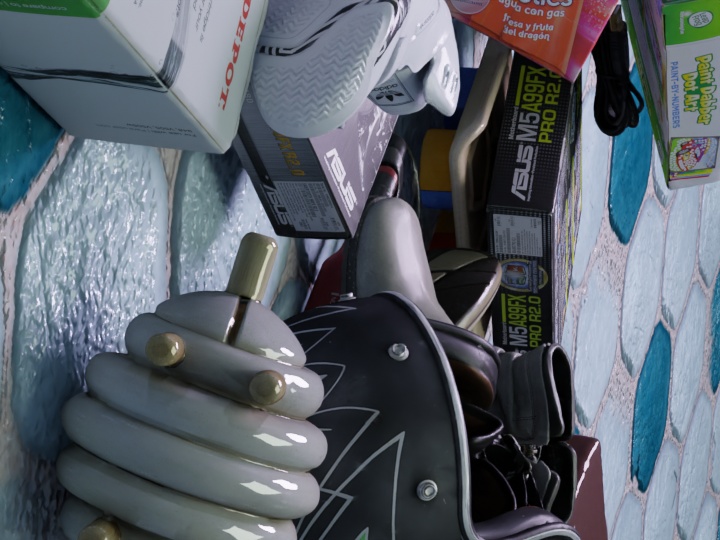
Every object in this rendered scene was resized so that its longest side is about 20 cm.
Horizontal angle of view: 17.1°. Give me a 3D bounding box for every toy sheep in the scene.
[{"bbox_3d":[-0.076,0.079,1.099,0.201,0.138,0.138,-66,161,0],"label":"toy sheep"}]

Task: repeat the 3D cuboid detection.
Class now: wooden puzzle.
[{"bbox_3d":[0.074,-0.060,1.609,0.185,0.046,0.201,-69,163,-52],"label":"wooden puzzle"}]

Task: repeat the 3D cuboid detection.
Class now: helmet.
[{"bbox_3d":[0.001,0.111,1.238,0.190,0.200,0.201,22,74,-43],"label":"helmet"}]

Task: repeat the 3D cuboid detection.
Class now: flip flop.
[{"bbox_3d":[0.029,0.066,1.479,0.200,0.081,0.058,-66,149,-31],"label":"flip flop"}]

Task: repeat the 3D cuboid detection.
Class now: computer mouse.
[{"bbox_3d":[0.135,-0.185,1.658,0.200,0.044,0.110,-118,-173,-49],"label":"computer mouse"}]

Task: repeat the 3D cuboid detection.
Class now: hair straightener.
[{"bbox_3d":[0.000,0.000,1.452,0.077,0.041,0.201,72,26,-52],"label":"hair straightener"}]

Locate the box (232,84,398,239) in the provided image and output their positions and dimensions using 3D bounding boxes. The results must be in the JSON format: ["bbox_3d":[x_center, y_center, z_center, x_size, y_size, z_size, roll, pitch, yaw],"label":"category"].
[{"bbox_3d":[-0.031,-0.139,1.243,0.200,0.048,0.159,67,35,-44],"label":"box"}]

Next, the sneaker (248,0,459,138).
[{"bbox_3d":[0.003,-0.102,1.151,0.200,0.075,0.115,-76,154,-48],"label":"sneaker"}]

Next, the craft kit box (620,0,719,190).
[{"bbox_3d":[0.196,-0.189,1.554,0.198,0.048,0.201,81,0,-58],"label":"craft kit box"}]

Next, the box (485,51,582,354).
[{"bbox_3d":[0.118,-0.042,1.603,0.200,0.044,0.161,83,15,-54],"label":"box"}]

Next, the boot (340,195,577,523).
[{"bbox_3d":[0.064,0.051,1.365,0.068,0.130,0.201,-8,91,-54],"label":"boot"}]

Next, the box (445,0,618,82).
[{"bbox_3d":[0.104,-0.194,1.450,0.100,0.095,0.200,-61,-172,13],"label":"box"}]

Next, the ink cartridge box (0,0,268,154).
[{"bbox_3d":[-0.105,-0.151,0.999,0.200,0.083,0.147,51,49,-65],"label":"ink cartridge box"}]

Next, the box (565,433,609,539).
[{"bbox_3d":[0.049,0.214,1.457,0.200,0.164,0.166,-62,151,-48],"label":"box"}]
